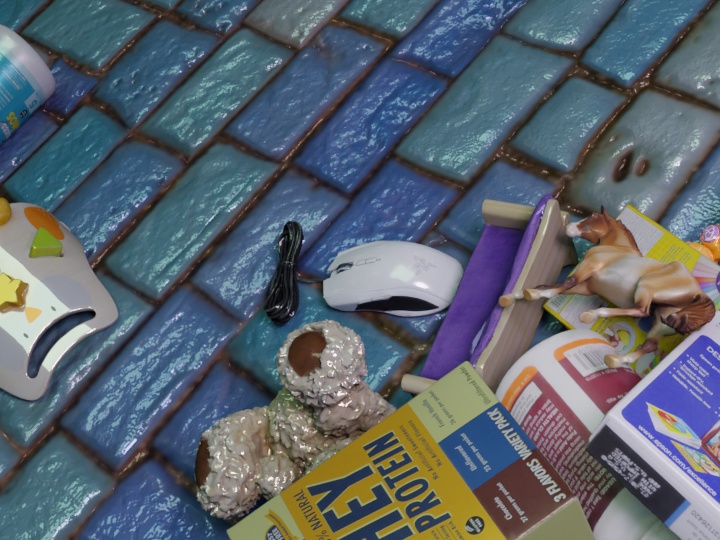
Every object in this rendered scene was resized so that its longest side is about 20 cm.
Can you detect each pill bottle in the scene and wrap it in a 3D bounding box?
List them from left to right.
[{"bbox_3d":[-0.469,-0.191,1.479,0.110,0.111,0.200,28,68,38],"label":"pill bottle"},{"bbox_3d":[0.192,0.147,0.905,0.114,0.115,0.200,-33,49,-4],"label":"pill bottle"}]

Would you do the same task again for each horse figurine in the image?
[{"bbox_3d":[0.200,0.015,0.940,0.131,0.050,0.200,-21,26,-24],"label":"horse figurine"}]

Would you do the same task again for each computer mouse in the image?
[{"bbox_3d":[0.000,0.000,1.159,0.198,0.044,0.111,-1,53,24],"label":"computer mouse"}]

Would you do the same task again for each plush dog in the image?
[{"bbox_3d":[-0.014,0.161,0.997,0.200,0.160,0.172,-46,59,22],"label":"plush dog"}]

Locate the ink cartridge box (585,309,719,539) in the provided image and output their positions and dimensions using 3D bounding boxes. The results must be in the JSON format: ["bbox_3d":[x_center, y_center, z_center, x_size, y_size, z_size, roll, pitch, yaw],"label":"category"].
[{"bbox_3d":[0.273,0.135,0.834,0.197,0.047,0.199,42,36,17],"label":"ink cartridge box"}]

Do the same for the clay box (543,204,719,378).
[{"bbox_3d":[0.254,0.046,0.989,0.115,0.048,0.200,-50,50,3],"label":"clay box"}]

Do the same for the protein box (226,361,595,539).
[{"bbox_3d":[0.052,0.212,0.851,0.199,0.199,0.135,-34,47,-5],"label":"protein box"}]

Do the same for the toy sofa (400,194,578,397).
[{"bbox_3d":[0.110,0.030,1.050,0.082,0.098,0.201,10,59,30],"label":"toy sofa"}]

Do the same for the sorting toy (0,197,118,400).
[{"bbox_3d":[-0.347,0.037,1.269,0.179,0.107,0.200,37,73,20],"label":"sorting toy"}]

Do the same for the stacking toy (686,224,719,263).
[{"bbox_3d":[0.344,-0.054,1.025,0.199,0.110,0.117,-35,47,14],"label":"stacking toy"}]
